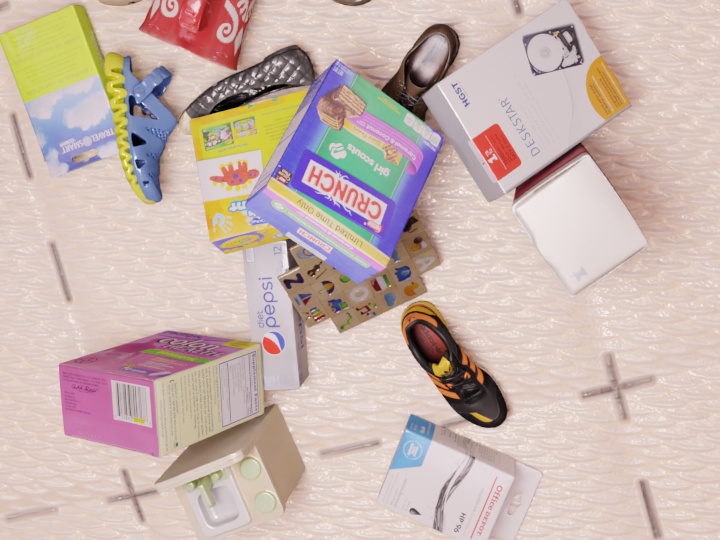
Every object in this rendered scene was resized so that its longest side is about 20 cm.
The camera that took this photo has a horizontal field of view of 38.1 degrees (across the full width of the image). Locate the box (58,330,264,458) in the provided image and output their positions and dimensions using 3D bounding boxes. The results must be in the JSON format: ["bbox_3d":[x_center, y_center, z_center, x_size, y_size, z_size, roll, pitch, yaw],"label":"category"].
[{"bbox_3d":[-0.253,0.152,1.348,0.174,0.199,0.098,5,101,35],"label":"box"}]

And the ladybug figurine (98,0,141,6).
[{"bbox_3d":[-0.274,-0.426,1.323,0.071,0.136,0.202,19,110,-24],"label":"ladybug figurine"}]

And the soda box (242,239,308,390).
[{"bbox_3d":[-0.113,0.055,1.404,0.062,0.068,0.203,-3,100,9],"label":"soda box"}]

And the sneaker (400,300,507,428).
[{"bbox_3d":[0.118,0.134,1.369,0.070,0.090,0.201,-37,92,13],"label":"sneaker"}]

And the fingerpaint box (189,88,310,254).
[{"bbox_3d":[-0.104,-0.129,1.337,0.197,0.073,0.169,-14,77,6],"label":"fingerpaint box"}]

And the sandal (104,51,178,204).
[{"bbox_3d":[-0.277,-0.188,1.357,0.086,0.079,0.203,-9,92,-9],"label":"sandal"}]

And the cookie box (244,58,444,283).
[{"bbox_3d":[-0.015,-0.117,1.234,0.170,0.075,0.202,33,62,-14],"label":"cookie box"}]

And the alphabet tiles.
[{"bbox_3d":[0.000,0.000,1.353,0.198,0.006,0.167,-25,130,6],"label":"alphabet tiles"}]

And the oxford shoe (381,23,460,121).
[{"bbox_3d":[0.057,-0.220,1.322,0.072,0.084,0.202,25,104,2],"label":"oxford shoe"}]

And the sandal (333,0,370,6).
[{"bbox_3d":[-0.046,-0.425,1.317,0.081,0.055,0.202,-25,95,12],"label":"sandal"}]

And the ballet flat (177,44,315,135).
[{"bbox_3d":[-0.152,-0.226,1.360,0.198,0.066,0.057,-27,84,11],"label":"ballet flat"}]

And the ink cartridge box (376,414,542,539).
[{"bbox_3d":[0.134,0.292,1.405,0.197,0.068,0.118,22,103,4],"label":"ink cartridge box"}]

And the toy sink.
[{"bbox_3d":[-0.167,0.277,1.384,0.129,0.200,0.113,-23,95,11],"label":"toy sink"}]

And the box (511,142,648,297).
[{"bbox_3d":[0.260,-0.067,1.255,0.108,0.200,0.129,-35,94,14],"label":"box"}]

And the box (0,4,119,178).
[{"bbox_3d":[-0.395,-0.240,1.409,0.120,0.048,0.203,-18,97,12],"label":"box"}]

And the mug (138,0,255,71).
[{"bbox_3d":[-0.172,-0.364,1.298,0.132,0.177,0.203,17,100,-34],"label":"mug"}]

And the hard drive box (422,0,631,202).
[{"bbox_3d":[0.201,-0.205,1.268,0.199,0.077,0.157,-35,94,-10],"label":"hard drive box"}]
